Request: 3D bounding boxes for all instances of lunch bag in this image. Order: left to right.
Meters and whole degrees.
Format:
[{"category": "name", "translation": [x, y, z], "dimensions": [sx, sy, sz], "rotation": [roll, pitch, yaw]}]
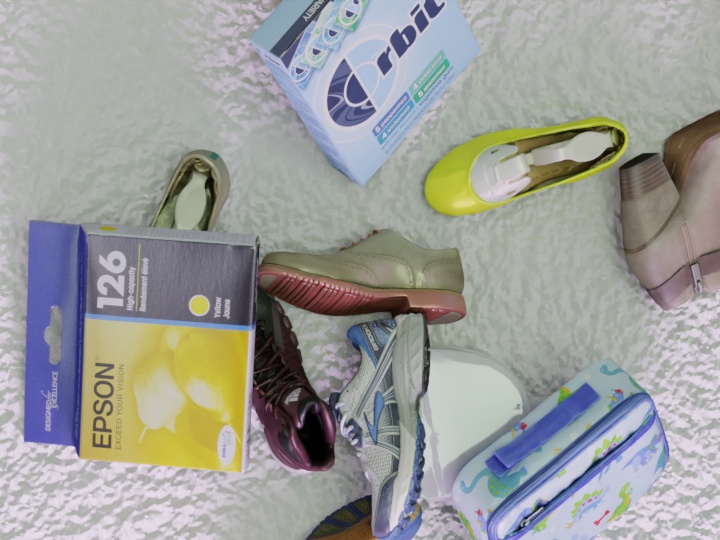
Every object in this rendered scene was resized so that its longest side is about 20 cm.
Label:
[{"category": "lunch bag", "translation": [0.179, 0.182, 1.714], "dimensions": [0.199, 0.082, 0.161], "rotation": [-37, 144, -12]}]

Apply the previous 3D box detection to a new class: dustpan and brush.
[{"category": "dustpan and brush", "translation": [0.134, 0.128, 1.761], "dimensions": [0.198, 0.057, 0.141], "rotation": [-9, 83, -9]}]

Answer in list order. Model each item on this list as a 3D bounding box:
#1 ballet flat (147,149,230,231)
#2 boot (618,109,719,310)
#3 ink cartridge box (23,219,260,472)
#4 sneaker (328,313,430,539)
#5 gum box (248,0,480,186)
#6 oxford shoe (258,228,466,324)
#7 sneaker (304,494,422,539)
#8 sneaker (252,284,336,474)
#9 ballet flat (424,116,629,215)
[{"category": "ballet flat", "translation": [-0.167, -0.011, 1.662], "dimensions": [0.069, 0.069, 0.202], "rotation": [21, 86, -15]}, {"category": "boot", "translation": [0.328, -0.060, 1.804], "dimensions": [0.199, 0.070, 0.147], "rotation": [-26, 104, -12]}, {"category": "ink cartridge box", "translation": [-0.188, 0.064, 1.622], "dimensions": [0.198, 0.047, 0.200], "rotation": [3, 102, 0]}, {"category": "sneaker", "translation": [0.015, 0.137, 1.687], "dimensions": [0.084, 0.077, 0.202], "rotation": [1, 72, 8]}, {"category": "gum box", "translation": [0.008, -0.195, 1.657], "dimensions": [0.170, 0.044, 0.200], "rotation": [-49, 145, -9]}, {"category": "oxford shoe", "translation": [0.000, 0.000, 1.715], "dimensions": [0.198, 0.071, 0.075], "rotation": [10, 70, -23]}, {"category": "sneaker", "translation": [-0.020, 0.280, 1.715], "dimensions": [0.199, 0.075, 0.089], "rotation": [-37, 116, -9]}, {"category": "sneaker", "translation": [-0.069, 0.087, 1.665], "dimensions": [0.075, 0.115, 0.201], "rotation": [-32, 99, -13]}, {"category": "ballet flat", "translation": [0.155, -0.099, 1.749], "dimensions": [0.198, 0.067, 0.068], "rotation": [-16, 96, -14]}]
